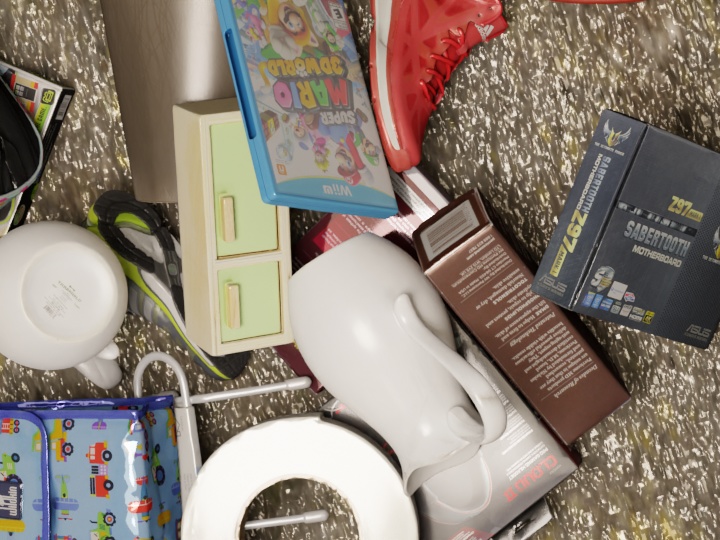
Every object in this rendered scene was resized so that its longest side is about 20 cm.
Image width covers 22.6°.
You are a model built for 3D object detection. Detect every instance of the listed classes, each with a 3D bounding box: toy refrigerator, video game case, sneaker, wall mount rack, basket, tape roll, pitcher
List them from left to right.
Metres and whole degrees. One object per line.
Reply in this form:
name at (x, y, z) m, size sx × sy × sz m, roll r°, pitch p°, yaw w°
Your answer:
pitcher at (-0.252, 0.038, 1.527) m, size 0.172 × 0.200 × 0.121 m, roll 42°, pitch 73°, yaw -15°
sneaker at (-0.176, 0.019, 1.596) m, size 0.200 × 0.074 × 0.081 m, roll 50°, pitch 140°, yaw -7°
basket at (-0.139, -0.161, 1.547) m, size 0.180 × 0.136 × 0.200 m, roll 0°, pitch 97°, yaw 21°
wall mount rack at (-0.123, 0.163, 1.563) m, size 0.174 × 0.075 × 0.200 m, roll -7°, pitch 92°, yaw 38°
toy refrigerator at (-0.102, -0.037, 1.480) m, size 0.076 × 0.070 × 0.200 m, roll -8°, pitch 107°, yaw -25°
tape roll at (-0.050, 0.220, 1.508) m, size 0.203 × 0.037 × 0.203 m, roll 0°, pitch 91°, yaw 5°
video game case at (-0.045, -0.141, 1.455) m, size 0.018 × 0.143 × 0.200 m, roll -28°, pitch 67°, yaw 38°
pitcher at (0.035, 0.065, 1.435) m, size 0.121 × 0.172 × 0.200 m, roll -28°, pitch 83°, yaw -29°
sneaker at (0.068, -0.181, 1.514) m, size 0.115 × 0.078 × 0.200 m, roll -5°, pitch 71°, yaw 6°

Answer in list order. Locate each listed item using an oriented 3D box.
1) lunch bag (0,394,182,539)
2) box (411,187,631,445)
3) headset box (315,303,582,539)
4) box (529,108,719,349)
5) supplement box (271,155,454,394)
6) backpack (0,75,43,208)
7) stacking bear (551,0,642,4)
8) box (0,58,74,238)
lunch bag at (-0.260, 0.187, 1.525) m, size 0.200 × 0.094 × 0.151 m, roll -3°, pitch 93°, yaw 15°
box at (0.132, 0.037, 1.489) m, size 0.075 × 0.100 × 0.200 m, roll -36°, pitch 110°, yaw 8°
headset box at (0.084, 0.149, 1.548) m, size 0.149 × 0.075 × 0.200 m, roll -39°, pitch 85°, yaw 9°
box at (0.241, -0.030, 1.458) m, size 0.051 × 0.200 × 0.158 m, roll 27°, pitch 97°, yaw 44°
supplement box at (0.000, 0.000, 1.563) m, size 0.200 × 0.061 × 0.109 m, roll -43°, pitch 85°, yaw 8°
backpack at (-0.376, -0.122, 1.533) m, size 0.151 × 0.178 × 0.200 m, roll -39°, pitch 90°, yaw 32°
stacking bear at (0.190, -0.333, 1.496) m, size 0.114 × 0.121 × 0.200 m, roll -4°, pitch 83°, yaw 3°
box at (-0.347, -0.092, 1.633) m, size 0.110 × 0.035 × 0.200 m, roll 23°, pitch 96°, yaw 8°
